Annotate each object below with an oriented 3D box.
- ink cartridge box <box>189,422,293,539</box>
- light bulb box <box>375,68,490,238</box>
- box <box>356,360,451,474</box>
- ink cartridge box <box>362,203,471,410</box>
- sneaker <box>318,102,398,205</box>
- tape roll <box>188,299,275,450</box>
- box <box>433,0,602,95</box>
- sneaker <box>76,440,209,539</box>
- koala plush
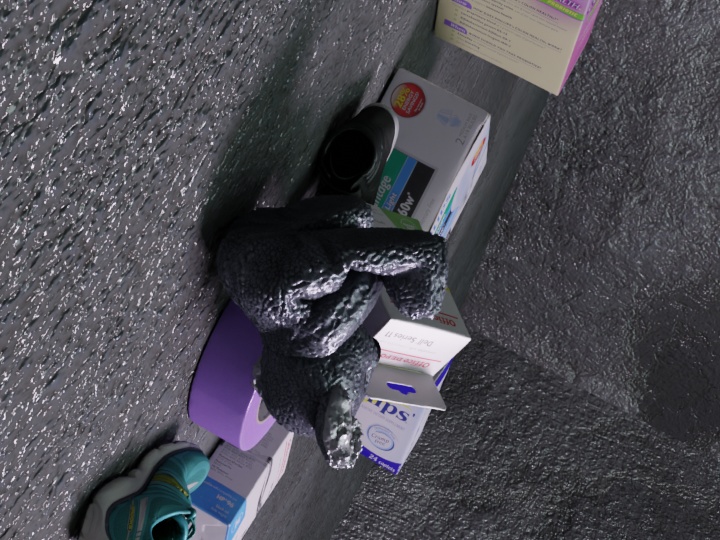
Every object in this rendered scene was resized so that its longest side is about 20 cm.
[{"bbox_3d":[-0.140,0.243,1.308,0.201,0.067,0.117,-56,168,-40],"label":"ink cartridge box"},{"bbox_3d":[0.061,-0.103,1.305,0.201,0.123,0.200,-62,171,-5],"label":"light bulb box"},{"bbox_3d":[0.024,0.182,1.682,0.105,0.182,0.202,-49,163,-47],"label":"box"},{"bbox_3d":[0.033,0.031,1.060,0.116,0.202,0.067,14,132,-40],"label":"ink cartridge box"},{"bbox_3d":[-0.020,-0.075,1.131,0.099,0.070,0.203,-32,142,-68],"label":"sneaker"},{"bbox_3d":[-0.099,0.081,1.114,0.202,0.065,0.201,-61,170,-18],"label":"tape roll"},{"bbox_3d":[0.188,-0.329,1.243,0.098,0.174,0.201,-58,169,-21],"label":"box"},{"bbox_3d":[-0.184,0.220,0.983,0.079,0.079,0.200,-66,171,17],"label":"sneaker"},{"bbox_3d":[-0.041,0.056,0.936,0.181,0.177,0.204,-9,113,-33],"label":"koala plush"}]
